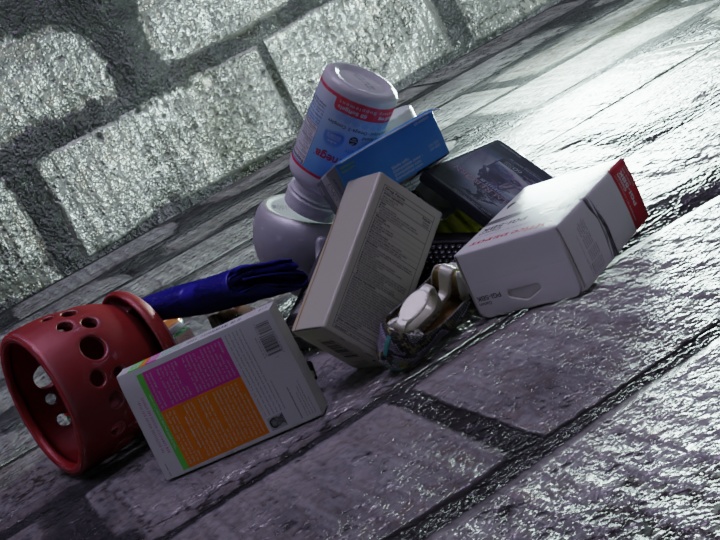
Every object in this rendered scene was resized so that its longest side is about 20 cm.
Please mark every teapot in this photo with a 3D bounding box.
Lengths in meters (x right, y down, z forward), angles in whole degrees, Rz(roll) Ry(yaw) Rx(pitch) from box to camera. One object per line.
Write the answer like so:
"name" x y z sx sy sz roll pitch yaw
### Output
"teapot" -0.066 -0.020 1.941 0.197 0.147 0.199 19 22 35

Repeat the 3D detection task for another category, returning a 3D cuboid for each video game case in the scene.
"video game case" 0.181 -0.105 1.727 0.200 0.143 0.019 -26 -32 -53

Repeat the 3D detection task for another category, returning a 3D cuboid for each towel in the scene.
"towel" -0.186 0.023 1.783 0.199 0.050 0.147 -16 -7 42

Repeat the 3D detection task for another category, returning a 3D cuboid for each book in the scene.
"book" -0.155 0.134 1.499 0.199 0.134 0.048 -23 12 15

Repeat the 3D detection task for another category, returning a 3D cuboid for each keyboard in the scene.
"keyboard" 0.079 -0.012 1.635 0.199 0.040 0.105 -3 53 10

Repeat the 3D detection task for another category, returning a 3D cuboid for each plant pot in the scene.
"plant pot" -0.338 0.132 1.739 0.182 0.201 0.200 -31 13 -30

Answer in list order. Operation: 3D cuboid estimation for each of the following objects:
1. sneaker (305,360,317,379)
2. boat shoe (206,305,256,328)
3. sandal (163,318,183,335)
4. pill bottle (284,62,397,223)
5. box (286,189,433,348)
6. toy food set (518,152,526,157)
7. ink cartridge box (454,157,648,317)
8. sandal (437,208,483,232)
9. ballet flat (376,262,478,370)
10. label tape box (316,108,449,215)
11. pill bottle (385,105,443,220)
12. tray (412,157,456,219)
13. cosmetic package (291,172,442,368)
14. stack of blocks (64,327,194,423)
"sneaker" -0.109 0.121 1.631 0.076 0.076 0.200 -22 21 -14
"boat shoe" -0.170 0.079 1.902 0.071 0.076 0.200 -26 14 -7
"sandal" -0.347 0.104 1.914 0.206 0.059 0.079 -35 15 -31
"pill bottle" -0.032 -0.170 1.828 0.201 0.108 0.109 -67 -6 25
"box" 0.000 0.000 1.746 0.157 0.050 0.201 -13 43 47
"toy food set" 0.167 -0.125 2.084 0.199 0.049 0.198 -14 18 45
"ink cartridge box" 0.220 -0.039 1.540 0.146 0.083 0.200 -16 16 38
"sandal" 0.127 -0.039 1.799 0.199 0.080 0.087 -34 -25 0
"ballet flat" 0.089 0.033 1.523 0.072 0.072 0.200 -12 24 49
"label tape box" 0.031 -0.131 1.692 0.143 0.066 0.200 -31 3 -10
"pill bottle" 0.071 -0.124 1.920 0.113 0.201 0.113 -25 13 6
"tray" 0.147 -0.100 1.832 0.199 0.022 0.107 4 -43 -47
"cosmetic package" 0.009 0.001 1.561 0.073 0.103 0.201 -12 52 54
"stack of blocks" -0.318 0.156 1.921 0.200 0.059 0.115 -34 14 -29
